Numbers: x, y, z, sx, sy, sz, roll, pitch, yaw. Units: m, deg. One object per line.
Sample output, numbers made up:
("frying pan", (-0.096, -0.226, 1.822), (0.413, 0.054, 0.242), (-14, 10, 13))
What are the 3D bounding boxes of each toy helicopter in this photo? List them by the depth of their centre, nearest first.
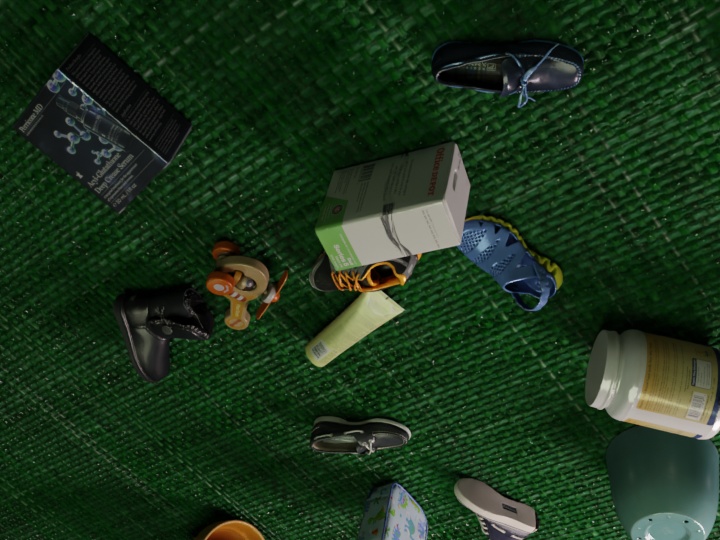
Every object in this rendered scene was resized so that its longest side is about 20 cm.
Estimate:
("toy helicopter", (-0.197, 0.041, 1.514), (0.129, 0.080, 0.201), (9, 143, -6))

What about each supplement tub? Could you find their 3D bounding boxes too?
("supplement tub", (0.467, 0.175, 1.393), (0.196, 0.146, 0.146), (13, 133, 3))

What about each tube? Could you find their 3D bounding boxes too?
("tube", (-0.016, 0.097, 1.520), (0.057, 0.053, 0.199), (1, 146, -48))

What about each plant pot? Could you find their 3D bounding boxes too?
("plant pot", (0.536, 0.398, 1.558), (0.196, 0.162, 0.203), (8, 133, 8))
("plant pot", (-0.335, 0.681, 2.026), (0.200, 0.202, 0.182), (43, 144, -23))

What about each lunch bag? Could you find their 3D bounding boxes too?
("lunch bag", (0.066, 0.552, 1.786), (0.081, 0.202, 0.161), (-22, 123, 31))

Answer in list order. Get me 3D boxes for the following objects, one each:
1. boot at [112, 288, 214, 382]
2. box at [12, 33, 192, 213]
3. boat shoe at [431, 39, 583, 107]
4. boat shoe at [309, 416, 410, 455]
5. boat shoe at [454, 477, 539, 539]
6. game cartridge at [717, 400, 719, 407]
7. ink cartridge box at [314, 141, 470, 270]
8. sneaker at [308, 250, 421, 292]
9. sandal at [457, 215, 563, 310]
("boot", (-0.342, 0.122, 1.602), (0.165, 0.077, 0.203), (-1, 124, 21))
("box", (-0.377, -0.213, 1.300), (0.199, 0.108, 0.148), (41, 129, -20))
("boat shoe", (0.189, -0.250, 1.146), (0.196, 0.069, 0.085), (0, 131, 14))
("boat shoe", (-0.001, 0.328, 1.704), (0.196, 0.061, 0.077), (-2, 130, 17))
("boat shoe", (0.256, 0.493, 1.770), (0.198, 0.075, 0.093), (28, 124, -12))
("game cartridge", (0.634, 0.162, 1.329), (0.129, 0.038, 0.201), (42, 83, -27))
("ink cartridge box", (0.050, -0.093, 1.267), (0.196, 0.147, 0.085), (-11, 128, 23))
("sneaker", (0.000, 0.000, 1.408), (0.197, 0.078, 0.079), (-16, 127, 28))
("sandal", (0.225, -0.008, 1.337), (0.198, 0.088, 0.080), (31, 133, -11))
